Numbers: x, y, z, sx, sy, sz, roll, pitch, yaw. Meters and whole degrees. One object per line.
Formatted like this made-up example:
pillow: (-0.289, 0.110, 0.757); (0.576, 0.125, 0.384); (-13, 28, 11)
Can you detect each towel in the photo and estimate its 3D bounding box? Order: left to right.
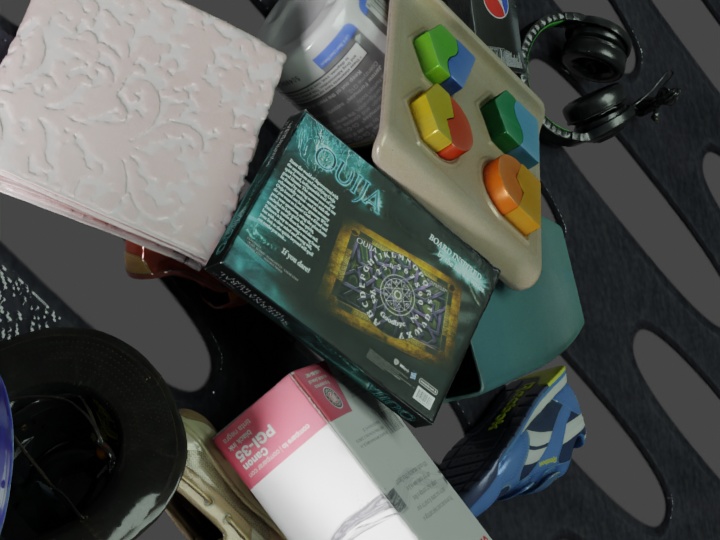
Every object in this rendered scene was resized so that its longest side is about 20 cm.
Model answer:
towel: (-0.163, -0.114, 1.213); (0.190, 0.032, 0.201); (24, 57, -10)

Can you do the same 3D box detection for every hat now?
hat: (-0.208, 0.136, 1.104); (0.199, 0.081, 0.202); (1, 54, -1)

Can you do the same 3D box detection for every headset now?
headset: (0.220, -0.176, 1.640); (0.199, 0.094, 0.125); (3, 80, -28)

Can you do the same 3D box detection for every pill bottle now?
pill bottle: (0.017, -0.144, 1.386); (0.200, 0.113, 0.114); (41, 53, -29)

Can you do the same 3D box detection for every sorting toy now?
sorting toy: (0.086, -0.109, 1.319); (0.185, 0.036, 0.201); (40, 40, -30)

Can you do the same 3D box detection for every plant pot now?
plant pot: (0.085, 0.026, 1.395); (0.199, 0.141, 0.142); (-11, 86, -51)

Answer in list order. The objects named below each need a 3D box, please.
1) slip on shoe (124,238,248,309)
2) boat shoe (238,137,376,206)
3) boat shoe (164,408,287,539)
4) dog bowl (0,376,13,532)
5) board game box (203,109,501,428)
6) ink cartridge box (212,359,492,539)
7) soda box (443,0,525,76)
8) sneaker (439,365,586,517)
slip on shoe: (-0.094, 0.000, 1.276); (0.199, 0.074, 0.062); (18, 89, -41)
boat shoe: (-0.030, -0.055, 1.270); (0.075, 0.068, 0.200); (47, 33, 2)
boat shoe: (-0.093, 0.196, 1.221); (0.064, 0.071, 0.201); (-41, 98, -38)
dog bowl: (-0.282, 0.125, 0.959); (0.079, 0.199, 0.202); (24, 63, -40)
board game box: (0.000, 0.000, 1.211); (0.200, 0.028, 0.136); (39, 62, -21)
ink cartridge box: (0.004, 0.166, 1.226); (0.200, 0.083, 0.146); (53, 14, 8)
soda box: (0.090, -0.264, 1.519); (0.063, 0.070, 0.202); (3, 77, -45)
sneaker: (0.132, 0.160, 1.444); (0.200, 0.074, 0.083); (-40, 109, -42)
